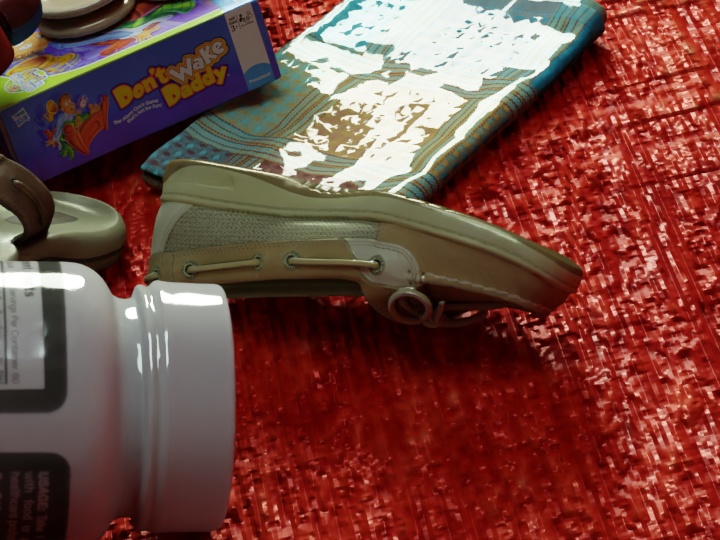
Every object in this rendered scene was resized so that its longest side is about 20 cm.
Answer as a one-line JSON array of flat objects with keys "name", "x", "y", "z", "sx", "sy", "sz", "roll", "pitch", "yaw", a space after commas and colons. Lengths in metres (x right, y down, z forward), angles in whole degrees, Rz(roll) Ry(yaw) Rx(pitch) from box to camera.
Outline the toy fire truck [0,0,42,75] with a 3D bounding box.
[{"name": "toy fire truck", "x": -0.239, "y": -0.098, "z": 1.276, "sx": 0.168, "sy": 0.112, "sz": 0.200, "roll": -37, "pitch": 32, "yaw": -16}]

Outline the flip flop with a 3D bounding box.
[{"name": "flip flop", "x": -0.158, "y": -0.027, "z": 1.158, "sx": 0.081, "sy": 0.058, "sz": 0.200, "roll": 24, "pitch": 14, "yaw": 21}]

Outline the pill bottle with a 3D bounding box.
[{"name": "pill bottle", "x": -0.152, "y": 0.053, "z": 1.032, "sx": 0.200, "sy": 0.114, "sz": 0.114, "roll": 1, "pitch": 32, "yaw": -10}]

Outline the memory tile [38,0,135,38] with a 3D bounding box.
[{"name": "memory tile", "x": -0.113, "y": -0.179, "z": 1.379, "sx": 0.153, "sy": 0.017, "sz": 0.200, "roll": -22, "pitch": 31, "yaw": -9}]

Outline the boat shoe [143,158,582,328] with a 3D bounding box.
[{"name": "boat shoe", "x": -0.002, "y": -0.001, "z": 1.146, "sx": 0.201, "sy": 0.063, "sz": 0.073, "roll": 12, "pitch": -5, "yaw": 26}]

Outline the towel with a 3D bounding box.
[{"name": "towel", "x": 0.009, "y": -0.084, "z": 1.295, "sx": 0.147, "sy": 0.022, "sz": 0.200, "roll": 14, "pitch": 41, "yaw": 35}]

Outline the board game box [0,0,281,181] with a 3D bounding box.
[{"name": "board game box", "x": -0.139, "y": -0.122, "z": 1.359, "sx": 0.134, "sy": 0.045, "sz": 0.200, "roll": -25, "pitch": 31, "yaw": -12}]
